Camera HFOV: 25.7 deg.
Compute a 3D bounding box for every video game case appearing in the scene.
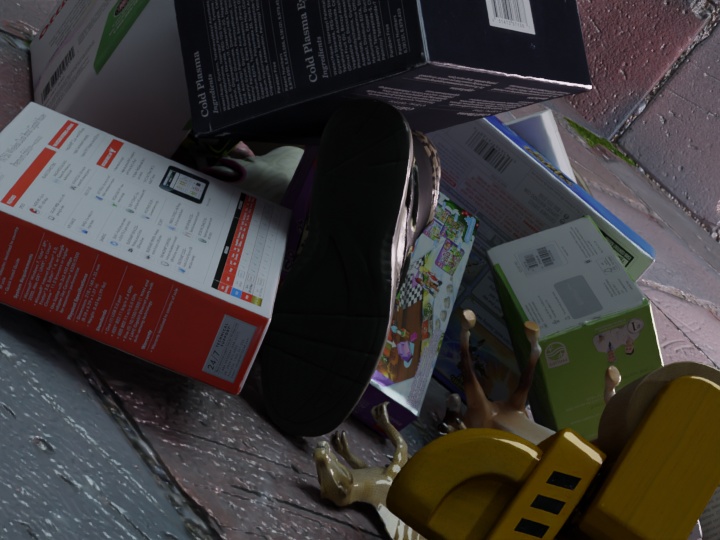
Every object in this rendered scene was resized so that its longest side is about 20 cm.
[{"bbox_3d":[0.094,-0.008,1.216,0.200,0.181,0.045,40,16,3],"label":"video game case"}]

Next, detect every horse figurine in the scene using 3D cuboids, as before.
[{"bbox_3d":[0.122,0.108,1.008,0.200,0.133,0.050,28,36,33],"label":"horse figurine"}]

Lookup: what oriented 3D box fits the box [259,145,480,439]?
[{"bbox_3d":[0.000,0.000,1.086,0.137,0.039,0.200,36,44,-14],"label":"box"}]

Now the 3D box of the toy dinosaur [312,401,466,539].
[{"bbox_3d":[0.044,0.142,0.956,0.199,0.058,0.101,25,34,-22],"label":"toy dinosaur"}]

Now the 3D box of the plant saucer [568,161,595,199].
[{"bbox_3d":[0.119,-0.020,1.321,0.029,0.200,0.200,-22,59,-44],"label":"plant saucer"}]

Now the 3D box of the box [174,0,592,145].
[{"bbox_3d":[0.016,-0.149,1.004,0.200,0.181,0.105,-2,80,-54],"label":"box"}]

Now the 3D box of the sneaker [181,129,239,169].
[{"bbox_3d":[-0.115,-0.130,1.177,0.076,0.075,0.200,42,-21,-3],"label":"sneaker"}]

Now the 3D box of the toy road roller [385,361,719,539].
[{"bbox_3d":[0.104,0.118,0.858,0.146,0.200,0.123,35,-11,4],"label":"toy road roller"}]

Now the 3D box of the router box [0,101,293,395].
[{"bbox_3d":[-0.134,-0.020,0.898,0.179,0.049,0.200,22,18,-6],"label":"router box"}]

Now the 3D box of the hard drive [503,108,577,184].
[{"bbox_3d":[0.128,-0.016,1.265,0.026,0.131,0.201,-31,103,-51],"label":"hard drive"}]

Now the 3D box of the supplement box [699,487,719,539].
[{"bbox_3d":[0.314,0.197,1.225,0.201,0.073,0.126,65,21,9],"label":"supplement box"}]

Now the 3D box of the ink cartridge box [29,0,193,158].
[{"bbox_3d":[-0.163,-0.161,1.126,0.084,0.145,0.200,31,17,-26],"label":"ink cartridge box"}]

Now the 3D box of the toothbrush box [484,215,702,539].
[{"bbox_3d":[0.165,0.086,1.122,0.146,0.086,0.201,-109,179,-62],"label":"toothbrush box"}]

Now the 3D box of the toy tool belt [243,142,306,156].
[{"bbox_3d":[-0.003,-0.098,1.325,0.200,0.123,0.125,44,2,20],"label":"toy tool belt"}]

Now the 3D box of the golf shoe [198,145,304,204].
[{"bbox_3d":[-0.079,-0.063,1.186,0.091,0.075,0.200,32,15,-12],"label":"golf shoe"}]

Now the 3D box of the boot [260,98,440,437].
[{"bbox_3d":[0.002,-0.002,0.991,0.073,0.205,0.154,14,4,11],"label":"boot"}]
